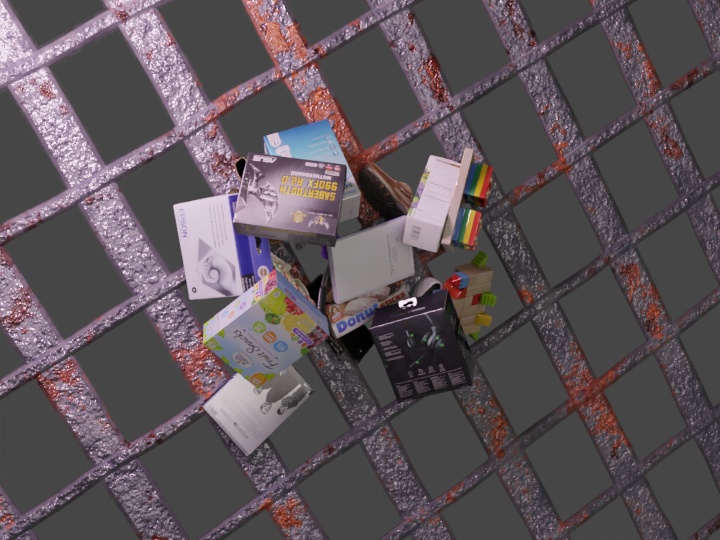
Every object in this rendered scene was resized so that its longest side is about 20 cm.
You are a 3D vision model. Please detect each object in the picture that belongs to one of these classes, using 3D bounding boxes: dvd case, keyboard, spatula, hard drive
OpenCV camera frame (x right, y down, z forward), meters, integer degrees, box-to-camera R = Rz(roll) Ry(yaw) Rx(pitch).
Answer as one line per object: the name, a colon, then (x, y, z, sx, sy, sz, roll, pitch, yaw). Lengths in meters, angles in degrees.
dvd case: (-0.217, 0.272, 1.677, 0.200, 0.025, 0.151, -42, 102, -9)
keyboard: (-0.059, 0.115, 1.715, 0.201, 0.039, 0.104, 52, 57, -11)
spatula: (-0.071, 0.018, 1.637, 0.056, 0.020, 0.205, 13, 84, -34)
hard drive: (0.024, -0.024, 1.654, 0.197, 0.025, 0.135, -20, 115, -28)

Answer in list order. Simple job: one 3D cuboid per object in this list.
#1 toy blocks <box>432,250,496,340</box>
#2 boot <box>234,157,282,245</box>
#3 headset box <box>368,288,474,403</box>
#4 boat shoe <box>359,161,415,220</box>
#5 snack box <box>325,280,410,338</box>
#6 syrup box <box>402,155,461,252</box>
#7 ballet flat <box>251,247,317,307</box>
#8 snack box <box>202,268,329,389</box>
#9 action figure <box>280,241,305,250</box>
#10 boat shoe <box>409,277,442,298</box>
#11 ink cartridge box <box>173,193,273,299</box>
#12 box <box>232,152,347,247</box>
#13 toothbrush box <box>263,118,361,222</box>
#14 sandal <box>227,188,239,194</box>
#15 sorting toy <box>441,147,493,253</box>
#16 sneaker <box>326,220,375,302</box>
toy blocks: (0.213, 0.069, 1.718, 0.135, 0.100, 0.204, -11, 122, -35)
boot: (-0.206, -0.141, 1.582, 0.073, 0.075, 0.202, -30, 64, 8)
headset box: (0.129, 0.154, 1.655, 0.171, 0.093, 0.203, -17, 110, 18)
boat shoe: (0.077, -0.156, 1.718, 0.201, 0.075, 0.074, 49, 50, -15)
snack box: (0.013, 0.071, 1.710, 0.197, 0.024, 0.073, -27, 98, -23)
syrup box: (0.154, -0.143, 1.657, 0.080, 0.080, 0.202, 16, 50, 6)
ballet flat: (-0.156, 0.027, 1.627, 0.064, 0.075, 0.202, -47, 111, -41)
snack box: (-0.188, 0.120, 1.569, 0.199, 0.068, 0.169, -36, 122, 16)
action figure: (-0.127, -0.112, 1.650, 0.197, 0.069, 0.132, -21, 83, -22)
boat shoe: (0.123, 0.109, 1.740, 0.071, 0.066, 0.202, 35, 84, -14)
ink cartridge box: (-0.274, -0.047, 1.577, 0.196, 0.040, 0.204, -7, 95, 27)
box: (-0.132, -0.136, 1.502, 0.195, 0.049, 0.161, 8, 63, 2)
toothbrush box: (-0.100, -0.191, 1.606, 0.144, 0.086, 0.203, -18, 64, -14)
sandal: (-0.242, -0.070, 1.628, 0.054, 0.081, 0.205, -15, 100, -34)
sorting toy: (0.235, -0.138, 1.683, 0.068, 0.200, 0.203, 14, 89, 10)
sneaker: (0.000, 0.000, 1.696, 0.089, 0.067, 0.202, 38, 81, -26)
